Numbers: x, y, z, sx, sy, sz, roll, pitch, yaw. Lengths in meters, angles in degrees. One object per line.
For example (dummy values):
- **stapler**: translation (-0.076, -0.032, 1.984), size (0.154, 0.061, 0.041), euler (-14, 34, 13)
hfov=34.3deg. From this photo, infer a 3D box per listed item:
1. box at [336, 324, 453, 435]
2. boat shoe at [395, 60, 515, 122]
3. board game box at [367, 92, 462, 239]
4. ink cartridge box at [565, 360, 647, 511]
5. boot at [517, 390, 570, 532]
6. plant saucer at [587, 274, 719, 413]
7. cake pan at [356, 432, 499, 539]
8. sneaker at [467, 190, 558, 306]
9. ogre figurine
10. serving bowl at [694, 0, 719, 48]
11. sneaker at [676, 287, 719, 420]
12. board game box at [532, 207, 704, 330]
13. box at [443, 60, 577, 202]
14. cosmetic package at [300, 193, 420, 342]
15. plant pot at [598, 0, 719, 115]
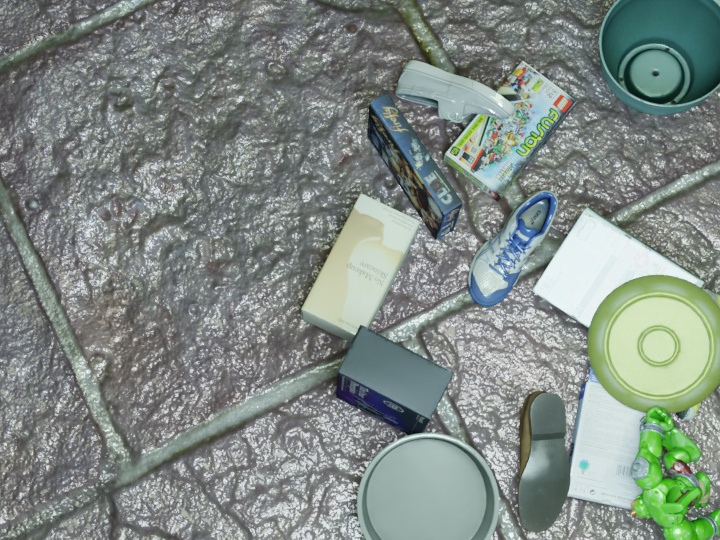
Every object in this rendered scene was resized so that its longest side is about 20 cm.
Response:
- **box**: translation (0.043, 0.159, 1.625), size (0.141, 0.200, 0.079), euler (24, 75, 5)
- **boat shoe**: translation (0.140, -0.261, 1.785), size (0.200, 0.072, 0.069), euler (26, 88, 23)
- **board game box**: translation (0.078, -0.152, 1.741), size (0.035, 0.136, 0.200), euler (-31, 78, -8)
- **ink cartridge box**: translation (0.370, 0.240, 1.694), size (0.119, 0.042, 0.200), euler (13, 79, 1)
- **boot**: translation (0.256, 0.271, 1.676), size (0.073, 0.075, 0.201), euler (5, 90, -10)
- **plant saucer**: translation (0.423, 0.106, 1.658), size (0.200, 0.031, 0.201), euler (0, 90, 13)
- **cake pan**: translation (0.094, 0.326, 1.645), size (0.200, 0.037, 0.201), euler (0, 91, -1)
- **sneaker**: translation (0.225, -0.040, 1.739), size (0.075, 0.088, 0.200), euler (31, 78, 5)
- **ogre figurine**: translation (0.435, 0.300, 1.621), size (0.120, 0.098, 0.200), euler (-33, 115, -43)
- **serving bowl**: translation (0.614, -0.406, 1.852), size (0.200, 0.066, 0.201), euler (0, 75, -1)
- **sneaker**: translation (0.505, 0.124, 1.709), size (0.076, 0.075, 0.200), euler (14, 77, 4)
- **board game box**: translation (0.377, 0.021, 1.715), size (0.200, 0.064, 0.148), euler (34, 100, 9)
- **box**: translation (0.232, -0.217, 1.812), size (0.110, 0.035, 0.200), euler (38, 78, 8)
- **cosmetic package**: translation (0.000, 0.000, 1.732), size (0.105, 0.071, 0.200), euler (24, 76, 5)
- **plant pot**: translation (0.459, -0.320, 1.789), size (0.200, 0.134, 0.201), euler (-1, 76, 4)
